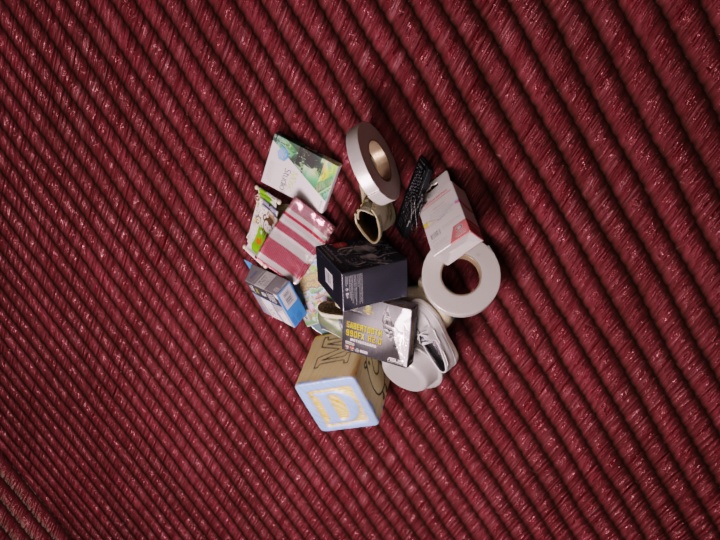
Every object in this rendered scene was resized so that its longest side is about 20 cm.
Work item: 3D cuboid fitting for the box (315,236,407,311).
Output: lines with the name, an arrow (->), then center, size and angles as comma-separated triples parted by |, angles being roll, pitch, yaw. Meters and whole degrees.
box -> 0.000, 0.000, 1.540 | 0.178, 0.200, 0.106 | -11, 116, -21

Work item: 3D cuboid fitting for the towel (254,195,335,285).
towel -> -0.176, -0.078, 1.628 | 0.143, 0.023, 0.202 | 35, 93, -17

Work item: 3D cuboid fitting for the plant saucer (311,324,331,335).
plant saucer -> -0.081, 0.096, 1.742 | 0.196, 0.039, 0.206 | 8, 115, 18

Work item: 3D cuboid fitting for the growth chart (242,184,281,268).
growth chart -> -0.271, -0.121, 1.668 | 0.143, 0.018, 0.204 | 26, 106, 41

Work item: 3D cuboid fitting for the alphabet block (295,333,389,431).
alphabet block -> -0.043, 0.309, 1.708 | 0.192, 0.202, 0.198 | -11, 123, 24

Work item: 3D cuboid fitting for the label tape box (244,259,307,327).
label tape box -> -0.260, 0.066, 1.710 | 0.197, 0.064, 0.146 | 21, 149, 36

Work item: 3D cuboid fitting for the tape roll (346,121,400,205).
tape roll -> 0.033, -0.258, 1.451 | 0.036, 0.203, 0.206 | -21, 105, 26

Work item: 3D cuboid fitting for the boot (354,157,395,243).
boot -> 0.023, -0.182, 1.515 | 0.071, 0.155, 0.204 | -14, 107, 24

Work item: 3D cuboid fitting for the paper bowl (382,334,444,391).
paper bowl -> 0.138, 0.251, 1.650 | 0.197, 0.105, 0.203 | 23, 145, 17

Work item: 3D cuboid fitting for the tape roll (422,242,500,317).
tape roll -> 0.253, 0.014, 1.513 | 0.197, 0.037, 0.208 | -1, 75, 5

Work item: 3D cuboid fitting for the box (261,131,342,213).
box -> -0.161, -0.263, 1.616 | 0.197, 0.036, 0.146 | 26, 119, 6

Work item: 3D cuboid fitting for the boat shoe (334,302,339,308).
boat shoe -> 0.030, 0.089, 1.622 | 0.196, 0.075, 0.070 | 16, 114, 0

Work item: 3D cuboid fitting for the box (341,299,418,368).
box -> 0.048, 0.147, 1.551 | 0.196, 0.048, 0.162 | 13, 110, 26

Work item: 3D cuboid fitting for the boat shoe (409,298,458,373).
boat shoe -> 0.178, 0.170, 1.542 | 0.071, 0.068, 0.203 | -18, 104, 44

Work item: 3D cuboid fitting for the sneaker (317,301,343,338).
sneaker -> -0.027, 0.152, 1.672 | 0.196, 0.068, 0.091 | 15, 131, 8

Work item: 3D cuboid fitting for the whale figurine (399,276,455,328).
whale figurine -> 0.174, 0.079, 1.620 | 0.198, 0.103, 0.162 | 24, 130, 35

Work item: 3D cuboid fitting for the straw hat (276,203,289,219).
straw hat -> -0.214, -0.076, 1.689 | 0.196, 0.085, 0.206 | 8, 115, 17

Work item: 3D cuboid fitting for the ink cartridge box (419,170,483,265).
ink cartridge box -> 0.215, -0.132, 1.480 | 0.116, 0.203, 0.067 | -35, 140, 29

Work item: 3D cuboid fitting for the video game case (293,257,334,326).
video game case -> -0.108, 0.052, 1.697 | 0.197, 0.022, 0.185 | -19, 105, 26

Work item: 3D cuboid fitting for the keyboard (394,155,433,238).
keyboard -> 0.127, -0.180, 1.510 | 0.039, 0.105, 0.203 | 3, 122, -27
